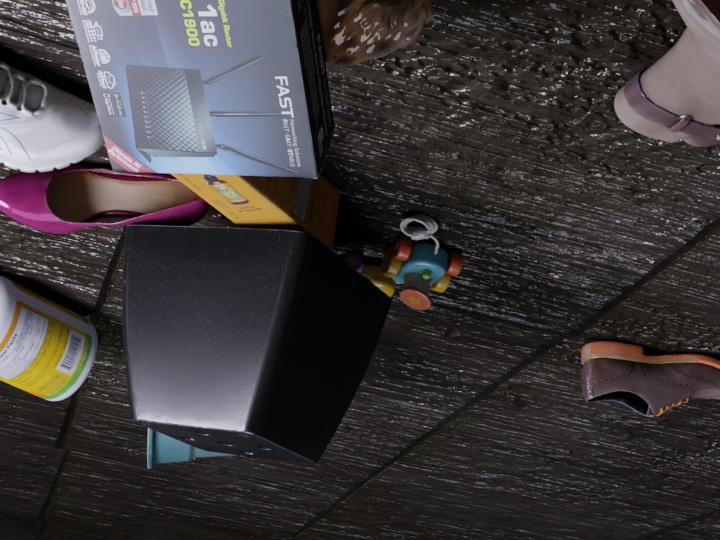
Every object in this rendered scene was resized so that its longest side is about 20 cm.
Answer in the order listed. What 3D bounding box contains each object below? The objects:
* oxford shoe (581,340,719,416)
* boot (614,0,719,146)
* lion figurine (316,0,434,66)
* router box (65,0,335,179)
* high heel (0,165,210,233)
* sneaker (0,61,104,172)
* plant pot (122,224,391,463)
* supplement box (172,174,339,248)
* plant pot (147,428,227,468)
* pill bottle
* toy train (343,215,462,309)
[{"bbox_3d":[0.343,0.133,1.452,0.198,0.074,0.071,8,156,1],"label":"oxford shoe"},{"bbox_3d":[0.233,-0.138,0.891,0.199,0.071,0.146,24,154,-30],"label":"boot"},{"bbox_3d":[-0.054,-0.196,0.859,0.199,0.073,0.122,30,141,-32],"label":"lion figurine"},{"bbox_3d":[-0.103,-0.155,0.830,0.148,0.062,0.201,2,132,12],"label":"router box"},{"bbox_3d":[-0.239,-0.074,1.199,0.198,0.068,0.096,0,169,-17],"label":"high heel"},{"bbox_3d":[-0.307,-0.141,1.072,0.198,0.075,0.087,13,151,-11],"label":"sneaker"},{"bbox_3d":[-0.108,0.076,1.212,0.198,0.179,0.200,2,161,26],"label":"plant pot"},{"bbox_3d":[-0.098,-0.085,1.129,0.066,0.069,0.200,-6,154,32],"label":"supplement box"},{"bbox_3d":[-0.144,0.131,1.493,0.194,0.202,0.201,4,157,-8],"label":"plant pot"},{"bbox_3d":[-0.420,0.071,1.535,0.110,0.112,0.200,-11,150,37],"label":"pill bottle"},{"bbox_3d":[0.000,0.000,1.297,0.198,0.056,0.150,-5,153,30],"label":"toy train"}]
